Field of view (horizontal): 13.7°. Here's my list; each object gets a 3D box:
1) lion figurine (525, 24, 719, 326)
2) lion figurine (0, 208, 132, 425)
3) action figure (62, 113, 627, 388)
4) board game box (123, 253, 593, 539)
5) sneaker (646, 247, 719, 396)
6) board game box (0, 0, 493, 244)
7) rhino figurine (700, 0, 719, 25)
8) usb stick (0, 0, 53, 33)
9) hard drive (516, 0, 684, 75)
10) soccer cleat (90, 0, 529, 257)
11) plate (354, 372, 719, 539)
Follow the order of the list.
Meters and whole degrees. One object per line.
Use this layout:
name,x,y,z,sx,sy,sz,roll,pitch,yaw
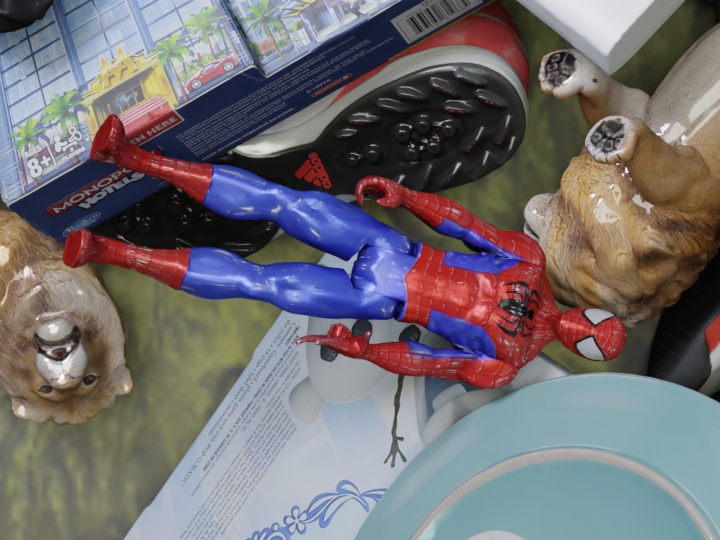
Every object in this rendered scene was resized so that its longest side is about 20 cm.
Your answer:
lion figurine,0.133,-0.068,1.085,0.200,0.122,0.072,-43,53,5
lion figurine,-0.191,0.008,1.143,0.200,0.073,0.123,-5,118,14
action figure,0.000,0.000,1.047,0.200,0.052,0.066,15,81,-14
board game box,0.013,0.114,1.099,0.199,0.043,0.200,36,92,36
sneaker,0.203,-0.012,1.135,0.108,0.067,0.202,30,101,-14
board game box,-0.074,-0.146,1.104,0.200,0.062,0.200,-29,70,7
rhino figurine,0.108,-0.124,1.139,0.200,0.060,0.088,29,92,-6
usb stick,-0.178,-0.128,1.096,0.200,0.033,0.056,18,90,44
hard drive,0.056,-0.176,1.041,0.200,0.026,0.132,40,81,20
soccer cleat,-0.030,-0.054,1.146,0.200,0.073,0.068,-15,122,16
plate,0.069,0.129,1.020,0.200,0.026,0.200,-10,69,26
